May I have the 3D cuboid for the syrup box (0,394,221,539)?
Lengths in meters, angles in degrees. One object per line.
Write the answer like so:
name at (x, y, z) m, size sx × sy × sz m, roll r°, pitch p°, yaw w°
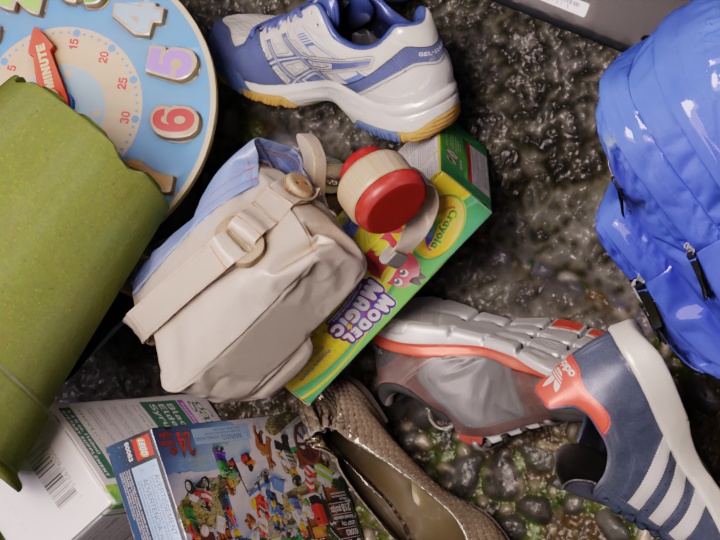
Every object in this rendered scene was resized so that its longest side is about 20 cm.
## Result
syrup box at (-0.152, 0.134, 1.614) m, size 0.081 × 0.200 × 0.079 m, roll -42°, pitch 72°, yaw 20°

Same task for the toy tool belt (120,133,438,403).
toy tool belt at (-0.062, -0.024, 1.504) m, size 0.200 × 0.125 × 0.123 m, roll -47°, pitch 57°, yaw 17°

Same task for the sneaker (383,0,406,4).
sneaker at (0.002, -0.269, 1.614) m, size 0.146 × 0.081 × 0.200 m, roll -8°, pitch 91°, yaw 21°

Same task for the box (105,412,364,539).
box at (-0.068, 0.161, 1.573) m, size 0.038 × 0.200 × 0.137 m, roll -25°, pitch 79°, yaw 28°

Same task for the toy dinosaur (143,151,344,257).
toy dinosaur at (-0.092, -0.009, 1.633) m, size 0.047 × 0.200 × 0.088 m, roll 30°, pitch 140°, yaw 39°

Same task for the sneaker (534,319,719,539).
sneaker at (0.164, 0.127, 1.490) m, size 0.084 × 0.075 × 0.200 m, roll -27°, pitch 110°, yaw 1°

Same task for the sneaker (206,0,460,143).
sneaker at (-0.019, -0.149, 1.601) m, size 0.200 × 0.075 × 0.088 m, roll 17°, pitch 131°, yaw 36°

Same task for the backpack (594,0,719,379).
backpack at (0.215, -0.052, 1.429) m, size 0.168 × 0.163 × 0.200 m, roll -29°, pitch 100°, yaw 23°

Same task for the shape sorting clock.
shape sorting clock at (-0.187, -0.102, 1.582) m, size 0.200 × 0.039 × 0.200 m, roll -3°, pitch 76°, yaw 13°

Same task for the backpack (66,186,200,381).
backpack at (-0.222, -0.040, 1.676) m, size 0.200 × 0.147 × 0.183 m, roll 42°, pitch 93°, yaw 19°

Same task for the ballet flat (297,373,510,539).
ballet flat at (0.030, 0.148, 1.596) m, size 0.200 × 0.046 × 0.067 m, roll 50°, pitch 125°, yaw 9°

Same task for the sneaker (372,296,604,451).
sneaker at (0.096, 0.075, 1.577) m, size 0.200 × 0.077 × 0.082 m, roll 15°, pitch 112°, yaw 32°

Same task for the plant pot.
plant pot at (-0.216, -0.006, 1.478) m, size 0.200 × 0.200 × 0.190 m, roll 36°, pitch 81°, yaw 22°

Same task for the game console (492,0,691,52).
game console at (0.141, -0.236, 1.542) m, size 0.200 × 0.031 × 0.177 m, roll 22°, pitch 103°, yaw 3°

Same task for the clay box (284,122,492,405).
clay box at (0.000, 0.000, 1.591) m, size 0.048 × 0.115 × 0.200 m, roll 38°, pitch 109°, yaw -14°
